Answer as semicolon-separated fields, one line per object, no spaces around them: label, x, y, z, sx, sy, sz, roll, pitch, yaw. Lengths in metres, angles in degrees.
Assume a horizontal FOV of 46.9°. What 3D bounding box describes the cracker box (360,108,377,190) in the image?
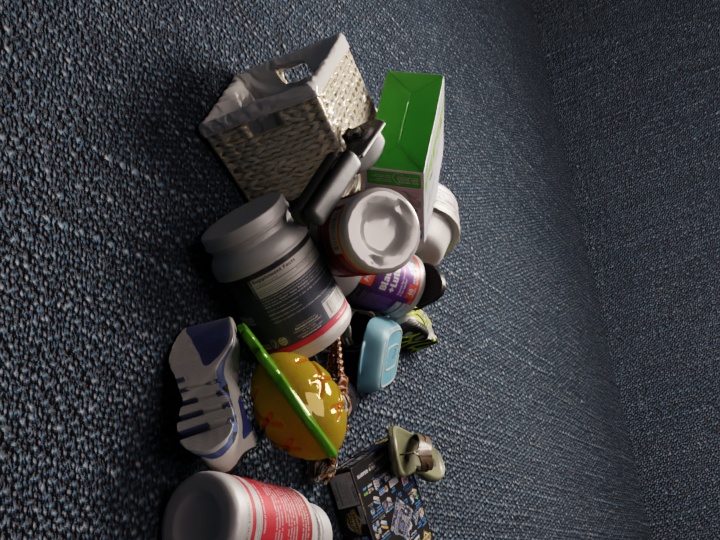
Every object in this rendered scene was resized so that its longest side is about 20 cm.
cracker box;0.037;-0.212;1.635;0.134;0.057;0.201;30;47;-54

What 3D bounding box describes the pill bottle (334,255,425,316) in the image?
pill bottle;0.000;0.000;1.342;0.199;0.111;0.112;18;56;-36

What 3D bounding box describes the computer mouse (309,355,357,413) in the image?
computer mouse;-0.043;0.162;1.226;0.200;0.034;0.059;56;44;-54

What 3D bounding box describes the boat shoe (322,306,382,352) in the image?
boat shoe;-0.002;0.095;1.363;0.200;0.067;0.072;-8;80;-65

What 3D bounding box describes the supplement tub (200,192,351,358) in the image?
supplement tub;-0.112;0.012;1.118;0.201;0.140;0.140;62;28;-18

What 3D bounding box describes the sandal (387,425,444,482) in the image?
sandal;0.097;0.292;1.336;0.201;0.057;0.080;31;46;-55

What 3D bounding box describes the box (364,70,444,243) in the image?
box;0.075;-0.177;1.303;0.177;0.096;0.201;83;17;-58

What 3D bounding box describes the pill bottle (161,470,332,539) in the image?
pill bottle;-0.121;0.299;0.953;0.200;0.112;0.113;32;47;-51

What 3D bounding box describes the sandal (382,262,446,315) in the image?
sandal;0.090;0.037;1.429;0.045;0.200;0.076;16;70;-28

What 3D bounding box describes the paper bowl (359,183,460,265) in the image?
paper bowl;0.075;-0.066;1.457;0.201;0.200;0.105;40;40;-46

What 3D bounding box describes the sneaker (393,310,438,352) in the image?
sneaker;0.086;0.101;1.518;0.200;0.075;0.077;43;25;-72

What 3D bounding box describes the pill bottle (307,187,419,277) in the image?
pill bottle;-0.009;-0.048;1.161;0.113;0.200;0.115;1;88;-23

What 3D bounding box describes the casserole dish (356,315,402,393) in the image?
casserole dish;0.034;0.138;1.348;0.200;0.039;0.122;4;96;-79

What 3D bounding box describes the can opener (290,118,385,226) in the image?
can opener;-0.019;-0.126;1.109;0.067;0.053;0.201;54;53;-35

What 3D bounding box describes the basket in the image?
basket;-0.097;-0.222;1.240;0.161;0.197;0.200;61;28;-29

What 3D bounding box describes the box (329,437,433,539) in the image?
box;0.039;0.376;1.282;0.200;0.049;0.200;-12;85;-65

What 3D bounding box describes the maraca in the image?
maraca;-0.088;0.149;1.017;0.201;0.107;0.137;56;-11;-13

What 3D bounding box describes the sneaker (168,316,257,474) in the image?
sneaker;-0.174;0.163;0.990;0.200;0.080;0.116;-101;180;-46

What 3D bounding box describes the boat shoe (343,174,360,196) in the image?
boat shoe;-0.049;-0.137;1.409;0.073;0.074;0.201;47;34;-40

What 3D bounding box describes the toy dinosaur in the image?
toy dinosaur;-0.057;0.197;1.160;0.136;0.102;0.201;16;61;-63
